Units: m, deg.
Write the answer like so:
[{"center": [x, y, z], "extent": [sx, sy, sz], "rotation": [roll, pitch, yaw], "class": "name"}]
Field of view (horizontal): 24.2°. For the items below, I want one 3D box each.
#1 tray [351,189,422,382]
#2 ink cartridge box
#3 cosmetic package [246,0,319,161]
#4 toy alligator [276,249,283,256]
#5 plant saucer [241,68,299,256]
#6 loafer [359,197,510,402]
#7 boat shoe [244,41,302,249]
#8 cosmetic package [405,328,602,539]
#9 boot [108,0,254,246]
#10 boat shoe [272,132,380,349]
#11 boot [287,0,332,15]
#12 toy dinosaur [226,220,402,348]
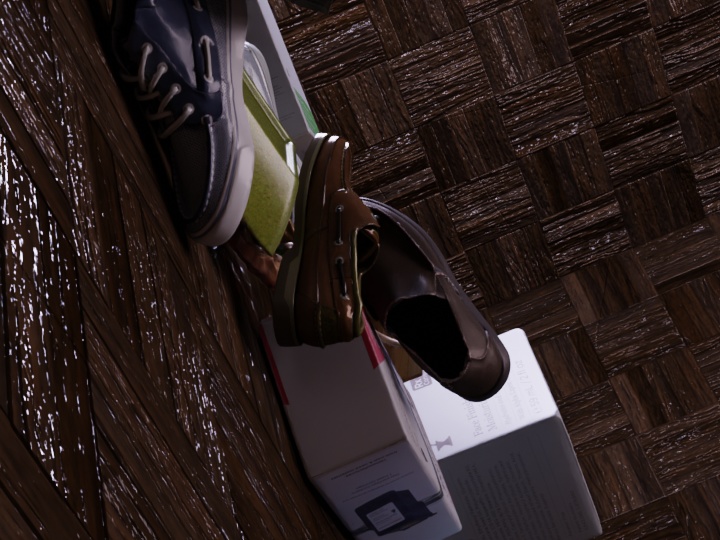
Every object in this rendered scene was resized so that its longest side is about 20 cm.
[{"center": [0.000, 0.000, 1.545], "extent": [0.099, 0.037, 0.200], "rotation": [86, -20, -51], "class": "tray"}, {"center": [0.002, 0.127, 1.331], "extent": [0.200, 0.084, 0.145], "rotation": [62, 6, -58], "class": "ink cartridge box"}, {"center": [-0.111, -0.196, 1.700], "extent": [0.108, 0.085, 0.201], "rotation": [46, 23, -75], "class": "cosmetic package"}, {"center": [-0.047, 0.004, 1.647], "extent": [0.059, 0.054, 0.200], "rotation": [58, 10, -70], "class": "toy alligator"}, {"center": [-0.106, -0.126, 1.284], "extent": [0.200, 0.048, 0.200], "rotation": [56, 6, -15], "class": "plant saucer"}, {"center": [0.040, 0.016, 1.312], "extent": [0.200, 0.073, 0.071], "rotation": [46, 11, 19], "class": "loafer"}, {"center": [-0.103, -0.112, 1.529], "extent": [0.071, 0.070, 0.201], "rotation": [-20, 92, -63], "class": "boat shoe"}, {"center": [0.113, 0.195, 1.698], "extent": [0.165, 0.199, 0.165], "rotation": [-108, 176, -59], "class": "cosmetic package"}, {"center": [-0.128, -0.117, 1.131], "extent": [0.090, 0.073, 0.201], "rotation": [16, 58, -38], "class": "boot"}, {"center": [-0.016, -0.022, 1.274], "extent": [0.072, 0.068, 0.200], "rotation": [76, 18, -52], "class": "boat shoe"}, {"center": [-0.106, -0.232, 1.115], "extent": [0.200, 0.073, 0.182], "rotation": [27, 5, 1], "class": "boot"}, {"center": [-0.050, 0.012, 1.370], "extent": [0.200, 0.060, 0.106], "rotation": [33, 15, -26], "class": "toy dinosaur"}]
